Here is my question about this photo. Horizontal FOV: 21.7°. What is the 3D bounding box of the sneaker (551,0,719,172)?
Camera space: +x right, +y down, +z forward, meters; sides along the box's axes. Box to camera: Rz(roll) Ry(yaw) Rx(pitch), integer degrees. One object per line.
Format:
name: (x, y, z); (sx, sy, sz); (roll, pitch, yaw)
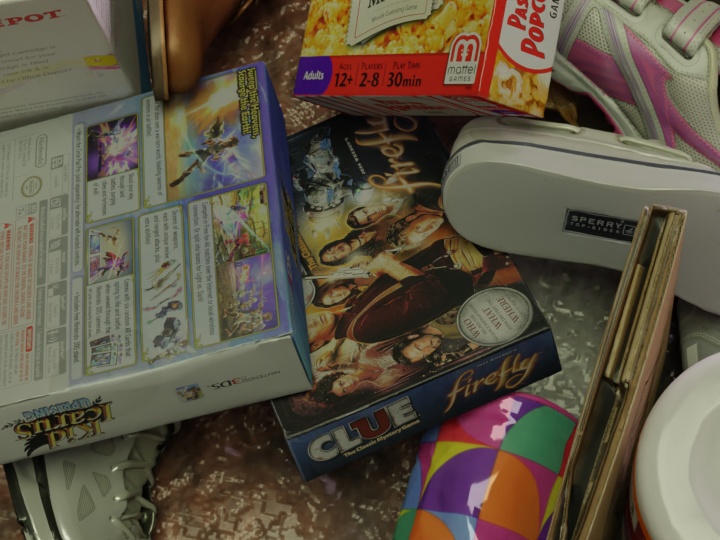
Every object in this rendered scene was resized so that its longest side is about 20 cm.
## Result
sneaker: (0.150, -0.113, 0.947); (0.200, 0.088, 0.081); (53, 40, -8)

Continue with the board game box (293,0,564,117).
board game box: (0.044, -0.178, 0.930); (0.151, 0.046, 0.201); (6, 84, 53)

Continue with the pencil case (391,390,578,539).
pencil case: (0.049, 0.156, 0.902); (0.088, 0.088, 0.201); (15, 74, 11)

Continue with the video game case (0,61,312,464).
video game case: (-0.121, -0.005, 0.935); (0.180, 0.046, 0.201); (-15, 45, 7)

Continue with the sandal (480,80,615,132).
sandal: (0.096, -0.117, 1.009); (0.080, 0.054, 0.201); (-16, 69, 0)

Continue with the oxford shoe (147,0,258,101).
oxford shoe: (-0.074, -0.164, 1.006); (0.071, 0.072, 0.201); (7, 46, 3)

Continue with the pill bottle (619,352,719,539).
pill bottle: (0.174, 0.114, 0.839); (0.112, 0.200, 0.114); (-2, 70, 5)

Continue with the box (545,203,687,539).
box: (0.114, 0.080, 0.858); (0.021, 0.200, 0.164); (15, 73, 11)

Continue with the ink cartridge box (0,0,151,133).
ink cartridge box: (-0.192, -0.155, 0.973); (0.128, 0.200, 0.126); (-9, 69, 2)

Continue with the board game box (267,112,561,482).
board game box: (0.000, 0.000, 0.944); (0.135, 0.035, 0.200); (-24, 45, -3)

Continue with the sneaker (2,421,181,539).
sneaker: (-0.116, 0.091, 0.942); (0.115, 0.076, 0.201); (-24, 67, -1)

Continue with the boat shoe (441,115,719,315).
boat shoe: (0.138, -0.032, 0.910); (0.199, 0.072, 0.066); (10, 39, 3)

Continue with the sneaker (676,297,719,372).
sneaker: (0.252, 0.022, 0.935); (0.199, 0.075, 0.116); (-5, 60, -2)
